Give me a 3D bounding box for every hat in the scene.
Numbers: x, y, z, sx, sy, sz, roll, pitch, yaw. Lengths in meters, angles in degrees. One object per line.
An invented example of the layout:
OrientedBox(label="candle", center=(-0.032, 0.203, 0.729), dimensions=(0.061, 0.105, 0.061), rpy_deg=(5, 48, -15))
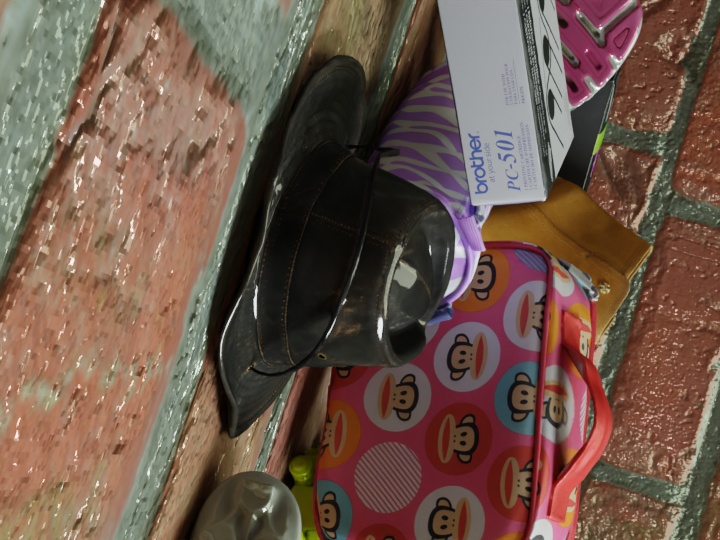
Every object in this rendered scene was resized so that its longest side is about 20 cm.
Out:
OrientedBox(label="hat", center=(0.000, 0.000, 0.676), dimensions=(0.201, 0.080, 0.202), rpy_deg=(16, 90, -82))

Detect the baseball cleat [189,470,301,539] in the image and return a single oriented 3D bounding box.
OrientedBox(label="baseball cleat", center=(-0.068, 0.196, 0.662), dimensions=(0.107, 0.069, 0.201), rpy_deg=(92, 18, -58))

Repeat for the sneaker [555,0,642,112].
OrientedBox(label="sneaker", center=(0.111, -0.120, 0.960), dimensions=(0.200, 0.074, 0.087), rpy_deg=(-45, 173, 27))

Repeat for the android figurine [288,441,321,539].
OrientedBox(label="android figurine", center=(-0.019, 0.197, 0.947), dimensions=(0.200, 0.041, 0.183), rpy_deg=(70, 23, -52))

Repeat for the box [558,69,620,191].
OrientedBox(label="box", center=(0.133, -0.107, 1.165), dimensions=(0.200, 0.124, 0.149), rpy_deg=(-46, 151, -74))

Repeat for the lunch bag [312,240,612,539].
OrientedBox(label="lunch bag", center=(0.067, 0.082, 0.850), dimensions=(0.082, 0.175, 0.201), rpy_deg=(30, 63, -52))

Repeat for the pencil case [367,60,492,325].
OrientedBox(label="pencil case", center=(0.048, -0.057, 0.842), dimensions=(0.084, 0.085, 0.200), rpy_deg=(55, 29, -20))

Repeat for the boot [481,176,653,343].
OrientedBox(label="boot", center=(0.105, 0.010, 1.004), dimensions=(0.201, 0.144, 0.071), rpy_deg=(-44, 162, -25))

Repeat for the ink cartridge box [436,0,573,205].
OrientedBox(label="ink cartridge box", center=(0.070, -0.144, 0.739), dimensions=(0.094, 0.044, 0.201), rpy_deg=(-56, 139, -60))
